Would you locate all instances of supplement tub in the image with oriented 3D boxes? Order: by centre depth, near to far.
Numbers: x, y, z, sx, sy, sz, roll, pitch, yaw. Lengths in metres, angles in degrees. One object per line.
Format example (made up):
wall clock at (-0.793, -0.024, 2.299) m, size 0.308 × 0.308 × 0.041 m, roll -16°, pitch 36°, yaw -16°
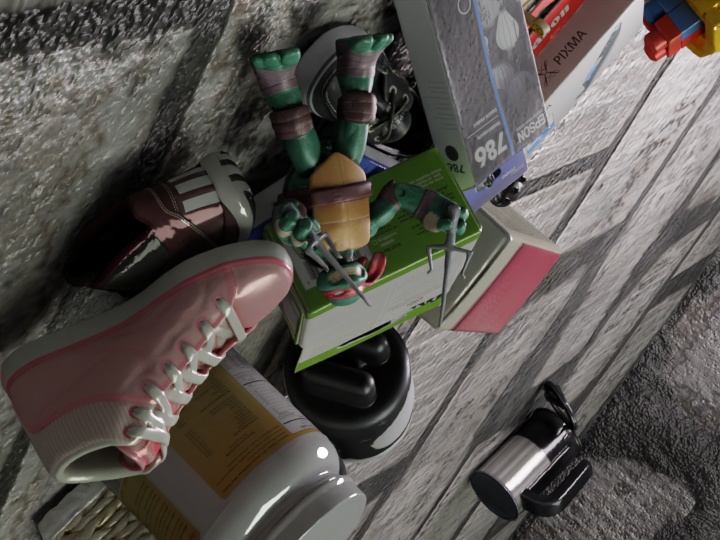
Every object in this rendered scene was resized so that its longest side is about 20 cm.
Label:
supplement tub at (-0.107, 0.149, 1.091) m, size 0.145 × 0.200 × 0.145 m, roll -42°, pitch 160°, yaw -19°

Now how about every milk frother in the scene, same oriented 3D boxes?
milk frother at (0.303, 0.321, 2.575) m, size 0.188 × 0.180 × 0.201 m, roll -40°, pitch 117°, yaw -27°

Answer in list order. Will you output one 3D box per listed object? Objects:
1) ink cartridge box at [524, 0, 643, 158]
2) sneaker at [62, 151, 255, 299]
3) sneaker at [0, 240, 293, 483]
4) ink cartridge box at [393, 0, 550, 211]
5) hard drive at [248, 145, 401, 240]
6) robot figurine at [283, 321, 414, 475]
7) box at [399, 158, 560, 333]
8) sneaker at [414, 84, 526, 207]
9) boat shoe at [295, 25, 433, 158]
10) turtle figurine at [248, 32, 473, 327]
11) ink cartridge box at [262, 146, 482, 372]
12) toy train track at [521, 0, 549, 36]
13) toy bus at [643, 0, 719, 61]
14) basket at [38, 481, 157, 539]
ink cartridge box at (0.186, -0.201, 1.344) m, size 0.200 × 0.045 × 0.176 m, roll -49°, pitch 163°, yaw -3°
sneaker at (-0.148, 0.005, 0.952) m, size 0.115 × 0.076 × 0.201 m, roll -17°, pitch 147°, yaw -32°
sneaker at (-0.119, 0.065, 0.895) m, size 0.199 × 0.105 × 0.076 m, roll -26°, pitch 149°, yaw -4°
ink cartridge box at (0.090, -0.140, 1.076) m, size 0.099 × 0.039 × 0.201 m, roll -38°, pitch 125°, yaw -33°
hard drive at (-0.023, -0.045, 1.122) m, size 0.131 × 0.026 × 0.200 m, roll -32°, pitch 166°, yaw 14°
robot figurine at (-0.007, 0.113, 1.380) m, size 0.150 × 0.125 × 0.200 m, roll -33°, pitch 159°, yaw -10°
box at (0.088, -0.022, 1.335) m, size 0.109 × 0.128 × 0.200 m, roll -52°, pitch 161°, yaw 11°
sneaker at (0.069, -0.136, 1.156) m, size 0.067 × 0.090 × 0.201 m, roll -51°, pitch 139°, yaw -26°
boat shoe at (0.011, -0.120, 1.052) m, size 0.070 × 0.066 × 0.200 m, roll -50°, pitch 162°, yaw 3°
turtle figurine at (-0.012, -0.049, 0.942) m, size 0.149 × 0.100 × 0.202 m, roll -19°, pitch 102°, yaw -42°
ink cartridge box at (0.000, 0.000, 1.119) m, size 0.147 × 0.076 × 0.200 m, roll -25°, pitch 167°, yaw -12°
toy train track at (0.136, -0.188, 1.218) m, size 0.115 × 0.032 × 0.201 m, roll -43°, pitch 152°, yaw -16°
toy bus at (0.373, -0.288, 1.501) m, size 0.191 × 0.136 × 0.200 m, roll -38°, pitch 166°, yaw 7°
basket at (-0.147, 0.235, 1.244) m, size 0.198 × 0.161 × 0.201 m, roll -42°, pitch 163°, yaw -23°
